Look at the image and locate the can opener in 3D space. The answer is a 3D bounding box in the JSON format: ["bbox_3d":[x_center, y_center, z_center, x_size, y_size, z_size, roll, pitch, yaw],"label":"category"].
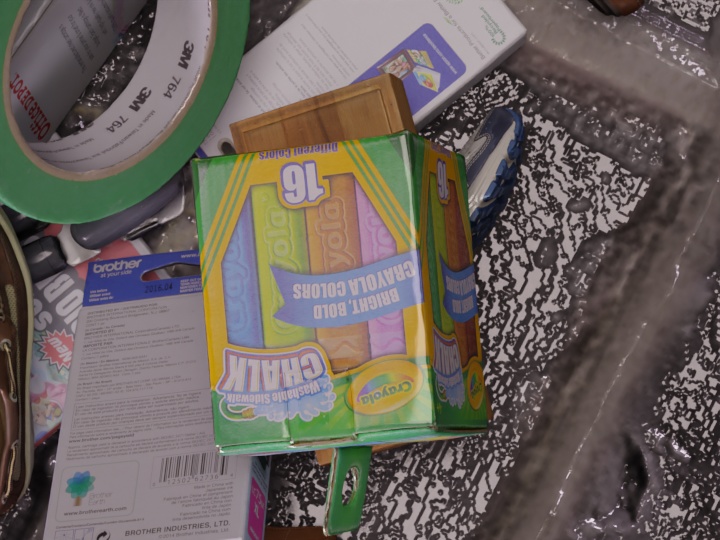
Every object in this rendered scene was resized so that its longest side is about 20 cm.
[{"bbox_3d":[-0.195,-0.020,1.396,0.199,0.067,0.054,-25,83,-1],"label":"can opener"}]

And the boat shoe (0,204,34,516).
[{"bbox_3d":[-0.220,0.047,1.354,0.074,0.075,0.203,-7,106,7],"label":"boat shoe"}]

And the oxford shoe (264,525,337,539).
[{"bbox_3d":[-0.107,0.178,1.402,0.199,0.071,0.072,-1,57,2],"label":"oxford shoe"}]

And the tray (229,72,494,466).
[{"bbox_3d":[0.000,0.000,1.358,0.098,0.037,0.201,-17,82,13],"label":"tray"}]

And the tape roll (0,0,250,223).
[{"bbox_3d":[-0.147,-0.126,1.298,0.048,0.200,0.201,27,85,37],"label":"tape roll"}]

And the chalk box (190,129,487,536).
[{"bbox_3d":[-0.007,0.037,1.276,0.123,0.124,0.201,-7,86,14],"label":"chalk box"}]

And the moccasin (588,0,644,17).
[{"bbox_3d":[0.133,-0.248,1.427,0.077,0.074,0.202,-18,74,8],"label":"moccasin"}]

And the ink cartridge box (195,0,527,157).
[{"bbox_3d":[-0.007,-0.113,1.431,0.200,0.039,0.100,-38,84,-3],"label":"ink cartridge box"}]

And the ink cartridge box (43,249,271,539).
[{"bbox_3d":[-0.107,0.079,1.356,0.119,0.042,0.201,-7,56,15],"label":"ink cartridge box"}]

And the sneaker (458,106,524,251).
[{"bbox_3d":[0.018,-0.023,1.404,0.085,0.077,0.200,37,86,9],"label":"sneaker"}]

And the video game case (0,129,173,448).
[{"bbox_3d":[-0.216,0.033,1.435,0.200,0.017,0.143,-39,85,-2],"label":"video game case"}]

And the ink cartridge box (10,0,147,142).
[{"bbox_3d":[-0.178,-0.176,1.381,0.083,0.146,0.200,33,81,8],"label":"ink cartridge box"}]
